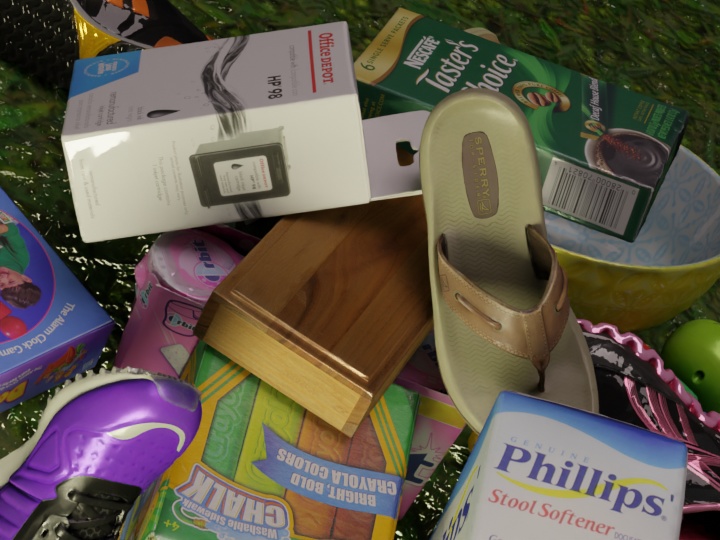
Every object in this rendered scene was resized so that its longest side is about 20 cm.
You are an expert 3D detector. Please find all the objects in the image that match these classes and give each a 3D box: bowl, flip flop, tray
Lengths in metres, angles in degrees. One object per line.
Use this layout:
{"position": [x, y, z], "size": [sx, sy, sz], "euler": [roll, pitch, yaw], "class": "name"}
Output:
{"position": [0.130, -0.014, 1.343], "size": [0.199, 0.108, 0.200], "euler": [12, 31, -7], "class": "bowl"}
{"position": [0.076, 0.003, 1.107], "size": [0.081, 0.058, 0.201], "euler": [-9, 90, -5], "class": "flip flop"}
{"position": [0.000, 0.000, 1.160], "size": [0.098, 0.037, 0.200], "euler": [32, 39, 6], "class": "tray"}

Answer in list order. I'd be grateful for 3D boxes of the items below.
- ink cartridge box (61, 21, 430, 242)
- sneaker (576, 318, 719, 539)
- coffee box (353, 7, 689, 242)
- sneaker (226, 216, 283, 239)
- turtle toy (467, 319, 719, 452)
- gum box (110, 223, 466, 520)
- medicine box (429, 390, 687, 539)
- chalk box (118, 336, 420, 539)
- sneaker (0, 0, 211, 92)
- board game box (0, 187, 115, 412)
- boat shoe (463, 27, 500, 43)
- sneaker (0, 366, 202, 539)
{"position": [-0.058, -0.081, 1.175], "size": [0.199, 0.067, 0.116], "euler": [-8, 27, 0], "class": "ink cartridge box"}
{"position": [0.149, 0.103, 1.152], "size": [0.200, 0.079, 0.095], "euler": [31, 46, -4], "class": "sneaker"}
{"position": [0.092, -0.092, 1.303], "size": [0.199, 0.044, 0.123], "euler": [21, 32, 9], "class": "coffee box"}
{"position": [-0.064, -0.071, 1.273], "size": [0.075, 0.116, 0.200], "euler": [-12, 36, -2], "class": "sneaker"}
{"position": [0.170, 0.097, 1.282], "size": [0.146, 0.101, 0.200], "euler": [44, 46, 14], "class": "turtle toy"}
{"position": [-0.043, 0.053, 1.201], "size": [0.199, 0.114, 0.066], "euler": [21, 45, -9], "class": "gum box"}
{"position": [0.078, 0.197, 1.058], "size": [0.103, 0.182, 0.200], "euler": [16, 52, -3], "class": "medicine box"}
{"position": [-0.059, 0.149, 1.099], "size": [0.124, 0.124, 0.200], "euler": [21, 44, -10], "class": "chalk box"}
{"position": [-0.169, -0.158, 1.368], "size": [0.200, 0.070, 0.090], "euler": [34, 29, 4], "class": "sneaker"}
{"position": [-0.254, 0.029, 1.162], "size": [0.200, 0.045, 0.135], "euler": [-26, 66, -41], "class": "board game box"}
{"position": [0.048, -0.089, 1.396], "size": [0.063, 0.073, 0.201], "euler": [26, 45, 22], "class": "boat shoe"}
{"position": [-0.143, 0.127, 1.034], "size": [0.069, 0.200, 0.100], "euler": [23, 43, -38], "class": "sneaker"}
